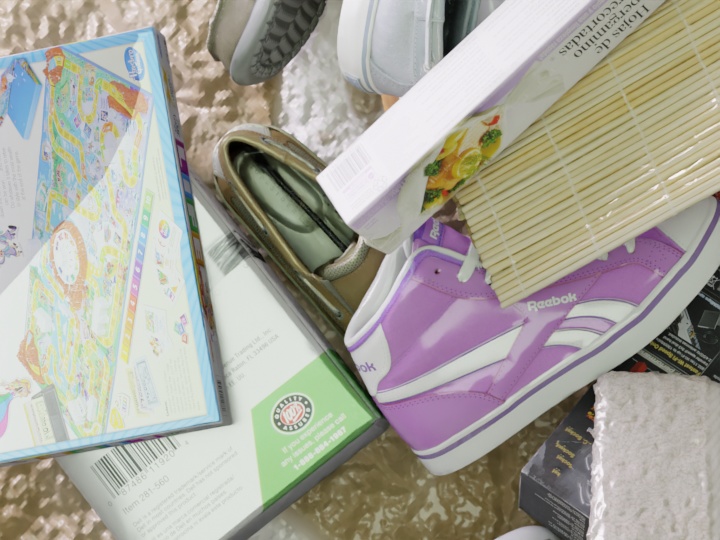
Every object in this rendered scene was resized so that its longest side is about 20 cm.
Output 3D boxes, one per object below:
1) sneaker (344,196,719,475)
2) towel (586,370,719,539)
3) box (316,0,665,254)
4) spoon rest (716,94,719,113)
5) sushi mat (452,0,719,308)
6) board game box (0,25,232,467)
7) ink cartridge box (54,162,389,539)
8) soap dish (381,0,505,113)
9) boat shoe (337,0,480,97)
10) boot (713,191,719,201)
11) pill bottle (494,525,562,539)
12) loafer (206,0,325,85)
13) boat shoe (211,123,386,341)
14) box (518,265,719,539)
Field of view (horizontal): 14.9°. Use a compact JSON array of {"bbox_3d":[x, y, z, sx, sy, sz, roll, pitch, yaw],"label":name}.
[{"bbox_3d":[0.084,0.001,1.366,0.200,0.073,0.114,-37,104,-3],"label":"sneaker"},{"bbox_3d":[0.170,0.138,1.296,0.132,0.035,0.200,3,62,4],"label":"towel"},{"bbox_3d":[0.067,-0.091,1.308,0.200,0.039,0.041,-43,50,10],"label":"box"},{"bbox_3d":[0.139,-0.157,1.352,0.099,0.061,0.200,-32,71,1],"label":"spoon rest"},{"bbox_3d":[0.130,-0.068,1.305,0.200,0.012,0.096,-30,76,20],"label":"sushi mat"},{"bbox_3d":[-0.147,-0.010,1.370,0.134,0.034,0.201,-10,84,5],"label":"board game box"},{"bbox_3d":[-0.102,0.043,1.421,0.146,0.084,0.200,-38,83,2],"label":"ink cartridge box"},{"bbox_3d":[0.098,-0.159,1.416,0.200,0.081,0.158,-13,85,5],"label":"soap dish"},{"bbox_3d":[0.048,-0.179,1.341,0.071,0.070,0.201,16,95,24],"label":"boat shoe"},{"bbox_3d":[0.235,-0.082,1.407,0.144,0.072,0.201,-8,90,6],"label":"boot"},{"bbox_3d":[0.111,0.232,1.360,0.109,0.109,0.200,-41,72,2],"label":"pill bottle"},{"bbox_3d":[-0.048,-0.195,1.444,0.069,0.075,0.200,13,83,17],"label":"loafer"},{"bbox_3d":[0.000,0.000,1.418,0.200,0.076,0.072,37,90,6],"label":"boat shoe"},{"bbox_3d":[0.203,0.107,1.359,0.200,0.050,0.158,34,67,18],"label":"box"}]
